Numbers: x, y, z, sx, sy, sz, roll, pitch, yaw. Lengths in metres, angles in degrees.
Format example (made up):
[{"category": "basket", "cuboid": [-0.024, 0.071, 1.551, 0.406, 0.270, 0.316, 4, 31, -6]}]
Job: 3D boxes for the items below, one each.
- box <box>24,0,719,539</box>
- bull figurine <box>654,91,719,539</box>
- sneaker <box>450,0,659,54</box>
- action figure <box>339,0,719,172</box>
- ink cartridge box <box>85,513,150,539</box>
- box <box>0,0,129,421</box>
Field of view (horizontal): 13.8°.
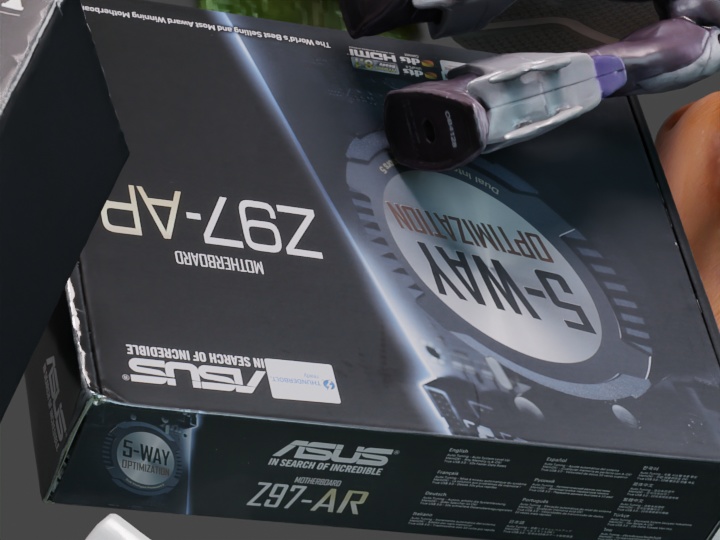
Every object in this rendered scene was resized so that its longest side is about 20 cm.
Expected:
[{"category": "box", "cuboid": [0.000, 0.000, 0.847, 0.199, 0.044, 0.161, 7, 45, -21]}, {"category": "bull figurine", "cuboid": [0.134, 0.028, 0.921, 0.121, 0.065, 0.201, 4, 60, 3]}, {"category": "sneaker", "cuboid": [0.022, -0.122, 0.933, 0.200, 0.070, 0.081, 15, 62, -22]}, {"category": "action figure", "cuboid": [0.097, -0.078, 0.880, 0.199, 0.069, 0.131, -14, 83, -26]}, {"category": "ink cartridge box", "cuboid": [-0.020, 0.179, 0.709, 0.200, 0.083, 0.146, 35, 81, 19]}, {"category": "box", "cuboid": [-0.177, -0.016, 0.718, 0.199, 0.079, 0.142, 13, 61, 18]}]
